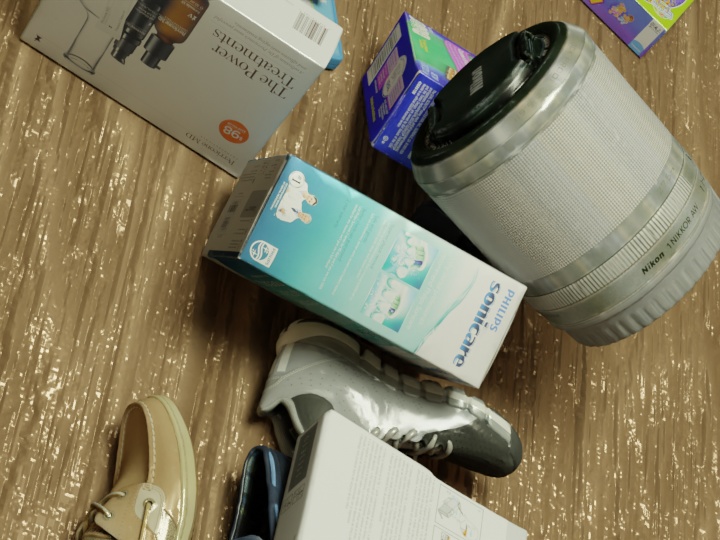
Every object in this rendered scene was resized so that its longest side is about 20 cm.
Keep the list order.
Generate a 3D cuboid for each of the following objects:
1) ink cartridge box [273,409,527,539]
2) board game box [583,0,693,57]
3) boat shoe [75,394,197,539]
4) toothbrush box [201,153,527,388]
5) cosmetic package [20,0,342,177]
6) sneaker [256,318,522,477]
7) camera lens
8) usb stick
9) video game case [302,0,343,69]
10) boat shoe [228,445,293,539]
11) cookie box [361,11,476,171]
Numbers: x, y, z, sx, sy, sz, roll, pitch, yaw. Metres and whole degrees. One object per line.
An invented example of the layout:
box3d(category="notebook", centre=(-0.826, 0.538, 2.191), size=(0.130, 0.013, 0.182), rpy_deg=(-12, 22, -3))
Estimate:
box3d(category="ink cartridge box", centre=(0.022, 0.211, 1.244), size=(0.173, 0.044, 0.201), rpy_deg=(33, 40, -18))
box3d(category="board game box", centre=(0.235, -0.314, 1.816), size=(0.200, 0.045, 0.135), rpy_deg=(44, 47, -1))
box3d(category="boat shoe", centre=(-0.147, 0.170, 1.232), size=(0.064, 0.071, 0.201), rpy_deg=(12, 56, -27))
box3d(category="toothbrush box", centre=(0.000, 0.000, 1.378), size=(0.199, 0.146, 0.086), rpy_deg=(28, 84, -15))
box3d(category="cosmetic package", centre=(-0.134, -0.175, 1.415), size=(0.199, 0.151, 0.052), rpy_deg=(32, 50, -10))
box3d(category="sneaker", centre=(0.013, 0.128, 1.372), size=(0.199, 0.075, 0.116), rpy_deg=(27, 54, -2))
box3d(category="camera lens", centre=(0.146, -0.065, 1.373), size=(0.200, 0.160, 0.160), rpy_deg=(47, 46, -17))
box3d(category="usb stick", centre=(0.107, -0.025, 1.500), size=(0.055, 0.033, 0.199), rpy_deg=(38, 16, 28))
box3d(category="video game case", centre=(-0.113, -0.244, 1.564), size=(0.199, 0.018, 0.144), rpy_deg=(9, 56, -28))
box3d(category="boat shoe", centre=(-0.078, 0.203, 1.257), size=(0.069, 0.084, 0.201), rpy_deg=(44, 30, -25))
box3d(category="cookie box", centre=(0.105, -0.107, 1.530), size=(0.199, 0.075, 0.171), rpy_deg=(30, 19, -14))
